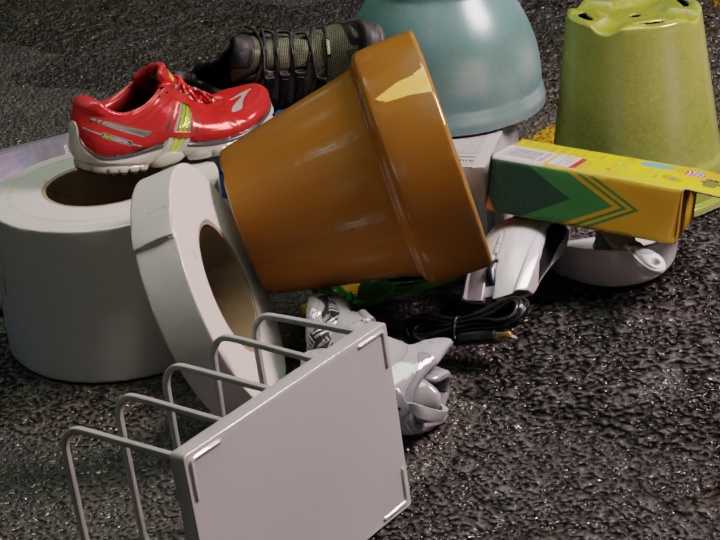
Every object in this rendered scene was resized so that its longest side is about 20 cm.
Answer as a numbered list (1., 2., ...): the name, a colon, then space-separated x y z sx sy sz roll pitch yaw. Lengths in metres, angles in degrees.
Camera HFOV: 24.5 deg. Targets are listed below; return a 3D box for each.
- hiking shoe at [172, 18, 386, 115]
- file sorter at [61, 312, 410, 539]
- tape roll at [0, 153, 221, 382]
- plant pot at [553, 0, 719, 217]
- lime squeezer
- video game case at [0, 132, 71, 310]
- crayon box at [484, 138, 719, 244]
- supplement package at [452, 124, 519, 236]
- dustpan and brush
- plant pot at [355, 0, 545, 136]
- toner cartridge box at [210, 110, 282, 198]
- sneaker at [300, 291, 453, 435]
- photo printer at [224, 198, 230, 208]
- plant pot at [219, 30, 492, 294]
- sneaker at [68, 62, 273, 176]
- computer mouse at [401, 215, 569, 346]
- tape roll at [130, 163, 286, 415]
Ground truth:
1. hiking shoe: -0.072 -0.184 1.517 0.198 0.077 0.100 -17 -16 28
2. file sorter: -0.080 0.128 1.100 0.124 0.140 0.199 10 28 38
3. tape roll: -0.212 -0.011 1.431 0.200 0.141 0.203 -4 24 2
4. plant pot: 0.267 -0.168 1.617 0.198 0.186 0.201 -5 24 2
5. lime squeezer: 0.000 0.000 1.455 0.198 0.071 0.038 17 5 -6
6. video game case: -0.340 -0.035 1.520 0.198 0.144 0.019 -16 -3 -24
7. crayon box: 0.219 -0.068 1.437 0.198 0.051 0.127 11 14 17
8. supplement package: 0.082 -0.083 1.559 0.112 0.111 0.200 1 25 14
9. dustpan and brush: 0.231 -0.017 1.443 0.138 0.058 0.200 -8 24 -6
10. plant pot: 0.076 -0.223 1.572 0.198 0.136 0.201 -3 24 1
11. toner cartridge box: -0.065 -0.124 1.593 0.094 0.044 0.200 2 25 19
12. sneaker: 0.012 0.074 1.281 0.113 0.076 0.200 3 20 0
13. photo printer: -0.113 -0.077 1.639 0.198 0.070 0.167 2 25 15
14. plant pot: -0.010 -0.069 1.350 0.181 0.202 0.201 -20 24 3
15. sneaker: -0.159 -0.140 1.430 0.199 0.086 0.077 -19 27 -33
16. computer mouse: 0.116 0.000 1.399 0.109 0.044 0.200 -12 25 32
17. tape roll: -0.115 0.017 1.272 0.037 0.204 0.203 -21 21 12
